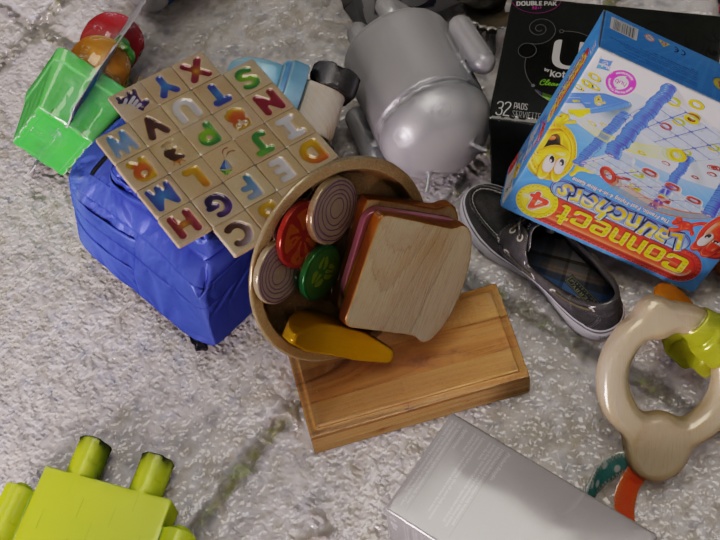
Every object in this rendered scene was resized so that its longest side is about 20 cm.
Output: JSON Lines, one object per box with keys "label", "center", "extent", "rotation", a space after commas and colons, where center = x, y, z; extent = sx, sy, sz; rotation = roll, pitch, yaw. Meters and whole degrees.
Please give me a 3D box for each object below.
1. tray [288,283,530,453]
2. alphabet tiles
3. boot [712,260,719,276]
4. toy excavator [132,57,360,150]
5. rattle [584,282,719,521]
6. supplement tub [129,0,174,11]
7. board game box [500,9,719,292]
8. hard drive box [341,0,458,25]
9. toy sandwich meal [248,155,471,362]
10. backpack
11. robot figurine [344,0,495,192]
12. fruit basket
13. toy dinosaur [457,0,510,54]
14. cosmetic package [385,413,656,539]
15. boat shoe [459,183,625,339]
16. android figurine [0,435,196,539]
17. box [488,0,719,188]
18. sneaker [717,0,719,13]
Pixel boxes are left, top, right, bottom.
{"label": "tray", "center": [0.041, 0.085, 1.291], "extent": [0.199, 0.037, 0.099], "rotation": [-16, 59, -3]}
{"label": "alphabet tiles", "center": [-0.123, -0.104, 1.245], "extent": [0.166, 0.006, 0.200], "rotation": [-30, 64, -23]}
{"label": "boot", "center": [0.361, 0.036, 1.274], "extent": [0.200, 0.074, 0.155], "rotation": [-36, 58, -18]}
{"label": "toy excavator", "center": [-0.121, -0.158, 1.392], "extent": [0.199, 0.194, 0.101], "rotation": [22, 75, -9]}
{"label": "rattle", "center": [0.239, 0.115, 1.251], "extent": [0.129, 0.143, 0.201], "rotation": [11, 100, -23]}
{"label": "supplement tub", "center": [-0.178, -0.379, 1.520], "extent": [0.199, 0.145, 0.145], "rotation": [-35, 62, -14]}
{"label": "board game box", "center": [0.251, -0.097, 1.248], "extent": [0.199, 0.196, 0.056], "rotation": [23, 45, -5]}
{"label": "hard drive box", "center": [0.069, -0.348, 1.466], "extent": [0.199, 0.156, 0.077], "rotation": [-26, 46, -9]}
{"label": "toy sandwich meal", "center": [0.000, 0.000, 1.222], "extent": [0.205, 0.206, 0.070], "rotation": [-39, 40, -17]}
{"label": "backpack", "center": [-0.162, -0.066, 1.326], "extent": [0.199, 0.168, 0.162], "rotation": [33, 57, 24]}
{"label": "robot figurine", "center": [0.056, -0.171, 1.393], "extent": [0.169, 0.113, 0.201], "rotation": [-41, 55, 28]}
{"label": "fruit basket", "center": [-0.250, -0.195, 1.419], "extent": [0.094, 0.185, 0.201], "rotation": [39, 61, -13]}
{"label": "toy dinosaur", "center": [0.106, -0.299, 1.406], "extent": [0.077, 0.200, 0.103], "rotation": [12, 73, 46]}
{"label": "cosmetic package", "center": [0.129, 0.218, 1.177], "extent": [0.199, 0.090, 0.107], "rotation": [32, 67, 19]}
{"label": "boat shoe", "center": [0.164, -0.020, 1.322], "extent": [0.070, 0.066, 0.200], "rotation": [-33, 62, -14]}
{"label": "android figurine", "center": [-0.234, 0.240, 1.225], "extent": [0.181, 0.041, 0.201], "rotation": [14, 60, 13]}
{"label": "box", "center": [0.230, -0.154, 1.361], "extent": [0.198, 0.125, 0.149], "rotation": [7, 61, 11]}
{"label": "sneaker", "center": [0.429, -0.342, 1.480], "extent": [0.080, 0.075, 0.201], "rotation": [20, 63, 16]}
